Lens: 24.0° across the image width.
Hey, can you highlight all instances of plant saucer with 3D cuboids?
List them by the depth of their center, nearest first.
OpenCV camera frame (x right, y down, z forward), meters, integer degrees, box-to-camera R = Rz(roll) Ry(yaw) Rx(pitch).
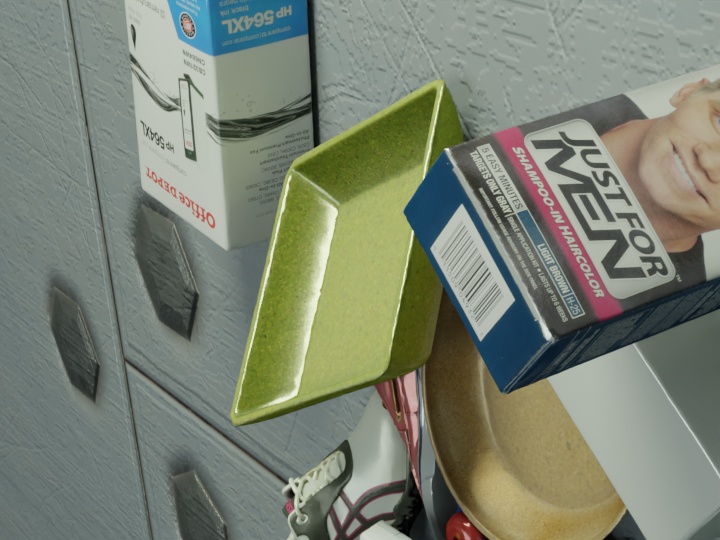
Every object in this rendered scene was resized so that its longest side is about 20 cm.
[{"bbox_3d":[0.111,0.069,1.002,0.200,0.035,0.201,3,94,53],"label":"plant saucer"},{"bbox_3d":[0.000,0.000,1.095,0.200,0.048,0.200,-23,50,55],"label":"plant saucer"}]

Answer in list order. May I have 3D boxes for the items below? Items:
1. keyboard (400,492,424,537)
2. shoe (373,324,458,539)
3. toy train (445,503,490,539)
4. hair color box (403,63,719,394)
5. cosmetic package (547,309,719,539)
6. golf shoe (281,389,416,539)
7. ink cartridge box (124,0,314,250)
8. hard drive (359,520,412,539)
[{"bbox_3d":[0.062,0.226,1.239,0.127,0.021,0.200,49,144,27],"label":"keyboard"},{"bbox_3d":[0.049,0.088,1.133,0.091,0.071,0.201,7,107,61],"label":"shoe"},{"bbox_3d":[0.132,0.226,1.038,0.200,0.084,0.116,40,136,45],"label":"toy train"},{"bbox_3d":[0.131,-0.027,0.771,0.100,0.199,0.061,62,151,17],"label":"hair color box"},{"bbox_3d":[0.155,0.032,0.864,0.200,0.107,0.085,57,148,22],"label":"cosmetic package"},{"bbox_3d":[-0.009,0.163,1.227,0.077,0.088,0.201,-103,25,-57],"label":"golf shoe"},{"bbox_3d":[-0.105,-0.135,1.256,0.146,0.084,0.201,34,133,49],"label":"ink cartridge box"},{"bbox_3d":[0.081,0.249,1.039,0.200,0.027,0.132,27,138,46],"label":"hard drive"}]
